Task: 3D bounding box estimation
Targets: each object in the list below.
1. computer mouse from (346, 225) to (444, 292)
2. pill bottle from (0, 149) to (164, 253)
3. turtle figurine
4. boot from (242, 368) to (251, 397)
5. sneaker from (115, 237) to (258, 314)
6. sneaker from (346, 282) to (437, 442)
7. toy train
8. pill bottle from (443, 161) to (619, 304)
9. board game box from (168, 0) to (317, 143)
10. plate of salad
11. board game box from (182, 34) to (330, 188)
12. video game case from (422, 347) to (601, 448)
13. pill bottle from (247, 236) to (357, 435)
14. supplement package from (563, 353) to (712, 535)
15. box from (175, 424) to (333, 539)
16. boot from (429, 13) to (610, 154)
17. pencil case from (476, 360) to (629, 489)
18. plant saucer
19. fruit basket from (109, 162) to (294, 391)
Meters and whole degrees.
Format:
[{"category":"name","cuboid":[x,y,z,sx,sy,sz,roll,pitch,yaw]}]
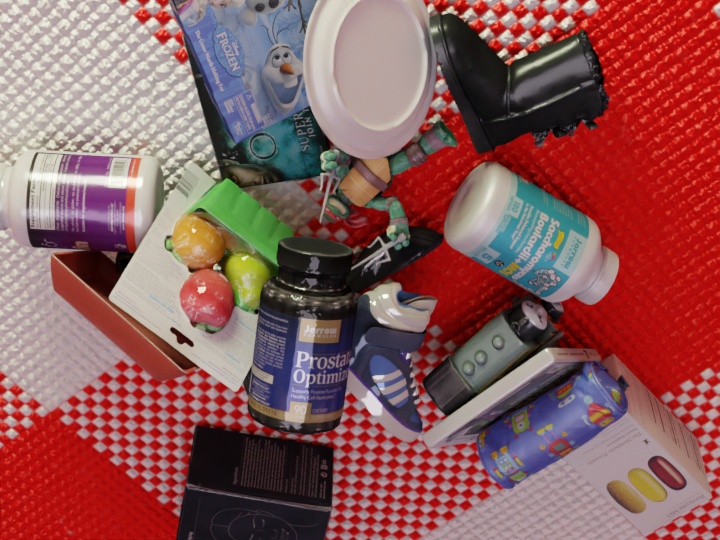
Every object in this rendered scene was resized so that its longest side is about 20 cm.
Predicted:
[{"category":"computer mouse","cuboid":[0.000,0.000,1.663,0.198,0.140,0.046,-29,93,23]},{"category":"pill bottle","cuboid":[-0.330,-0.080,1.621,0.196,0.113,0.114,3,126,0]},{"category":"turtle figurine","cuboid":[0.010,-0.107,1.602,0.149,0.101,0.200,33,107,-30]},{"category":"boot","cuboid":[-0.046,0.108,1.725,0.156,0.081,0.211,-21,166,19]},{"category":"sneaker","cuboid":[-0.211,0.030,1.669,0.198,0.086,0.081,28,109,6]},{"category":"sneaker","cuboid":[0.054,0.103,1.676,0.146,0.081,0.200,-41,122,4]},{"category":"toy train","cuboid":[0.165,0.104,1.726,0.200,0.114,0.086,-43,77,26]},{"category":"pill bottle","cuboid":[0.204,-0.036,1.638,0.198,0.111,0.111,28,122,-17]},{"category":"board game box","cuboid":[-0.087,-0.267,1.483,0.197,0.043,0.202,-29,123,-8]},{"category":"plate of salad","cuboid":[0.007,-0.220,1.480,0.048,0.200,0.201,9,138,46]},{"category":"board game box","cuboid":[-0.114,-0.190,1.590,0.133,0.028,0.202,-8,124,6]},{"category":"video game case","cuboid":[0.192,0.159,1.752,0.199,0.024,0.181,-38,161,21]},{"category":"pill bottle","cuboid":[-0.062,0.070,1.564,0.110,0.112,0.203,7,104,-3]},{"category":"supplement package","cuboid":[0.349,0.227,1.818,0.113,0.110,0.200,-36,118,24]},{"category":"box","cuboid":[-0.147,0.335,1.901,0.193,0.125,0.202,9,126,-7]},{"category":"boot","cuboid":[0.177,-0.220,1.533,0.160,0.074,0.199,-17,130,16]},{"category":"pencil case","cuboid":[0.236,0.186,1.729,0.199,0.088,0.078,-37,132,22]},{"category":"plant saucer","cuboid":[-0.264,0.056,1.615,0.200,0.200,0.037,42,95,2]},{"category":"fruit basket","cuboid":[-0.171,0.007,1.607,0.184,0.202,0.093,37,156,-18]}]
